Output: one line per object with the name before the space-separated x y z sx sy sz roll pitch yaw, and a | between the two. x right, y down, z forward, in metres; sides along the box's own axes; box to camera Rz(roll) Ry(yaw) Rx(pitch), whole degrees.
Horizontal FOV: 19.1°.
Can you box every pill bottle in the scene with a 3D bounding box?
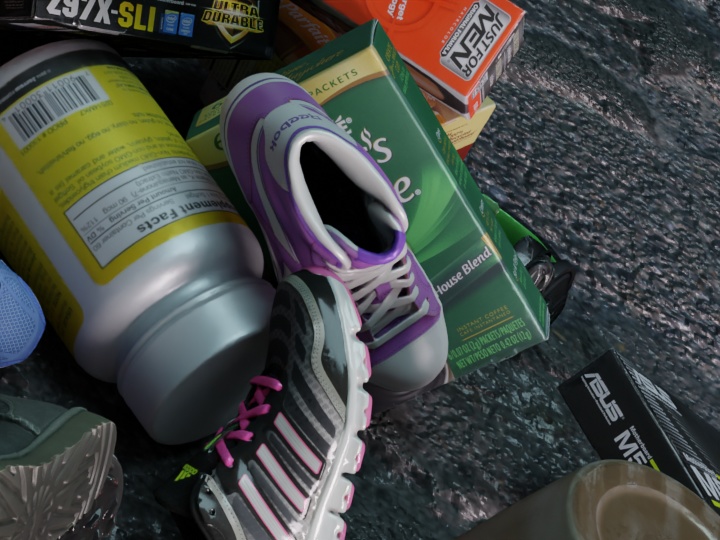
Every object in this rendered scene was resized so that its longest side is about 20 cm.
pill bottle | -0.123 -0.014 1.118 0.114 0.114 0.200 -10 56 -49

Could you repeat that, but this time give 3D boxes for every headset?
headset | 0.084 -0.010 1.327 0.123 0.094 0.200 29 23 -12

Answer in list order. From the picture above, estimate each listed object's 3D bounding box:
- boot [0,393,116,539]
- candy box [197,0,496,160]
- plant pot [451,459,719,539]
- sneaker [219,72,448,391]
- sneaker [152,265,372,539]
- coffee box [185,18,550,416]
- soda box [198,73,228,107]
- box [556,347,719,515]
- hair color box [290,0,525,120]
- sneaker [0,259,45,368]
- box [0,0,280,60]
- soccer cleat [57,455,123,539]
boot | -0.222 0.070 0.884 0.200 0.073 0.182 21 13 12
candy box | -0.029 -0.134 1.279 0.115 0.055 0.200 -24 63 -44
plant pot | 0.100 0.188 1.029 0.200 0.174 0.200 26 34 -19
sneaker | -0.001 0.000 1.085 0.201 0.073 0.114 56 -9 -31
sneaker | -0.052 0.094 1.022 0.087 0.200 0.074 10 -1 -19
coffee box | 0.005 -0.025 1.174 0.200 0.123 0.044 59 18 -21
soda box | -0.027 -0.059 1.301 0.064 0.068 0.200 -1 49 -36
box | 0.209 0.155 1.223 0.200 0.047 0.193 34 25 -55
hair color box | -0.005 -0.169 1.202 0.200 0.061 0.102 34 -1 6
sneaker | -0.203 0.013 0.984 0.089 0.079 0.200 24 -3 28
box | -0.166 -0.150 1.195 0.160 0.049 0.200 7 0 -40
soccer cleat | -0.195 0.121 0.944 0.073 0.068 0.200 22 32 32
